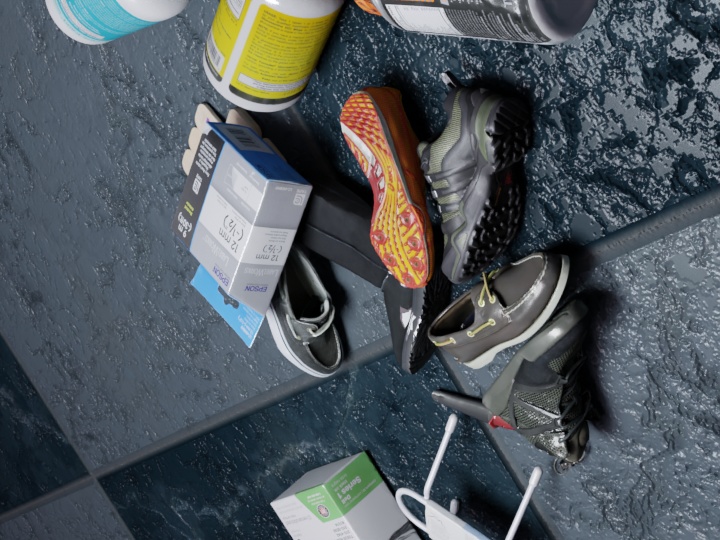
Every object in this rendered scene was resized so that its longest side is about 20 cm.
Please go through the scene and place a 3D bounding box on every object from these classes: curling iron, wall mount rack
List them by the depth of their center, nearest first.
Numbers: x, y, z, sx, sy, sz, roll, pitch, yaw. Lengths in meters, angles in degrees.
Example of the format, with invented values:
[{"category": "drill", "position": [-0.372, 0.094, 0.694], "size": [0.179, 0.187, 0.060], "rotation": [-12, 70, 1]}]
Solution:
[{"category": "curling iron", "position": [0.152, 0.166, 1.337], "size": [0.199, 0.025, 0.050], "rotation": [20, 127, 38]}, {"category": "wall mount rack", "position": [0.132, 0.263, 1.388], "size": [0.199, 0.074, 0.175], "rotation": [29, 145, 30]}]

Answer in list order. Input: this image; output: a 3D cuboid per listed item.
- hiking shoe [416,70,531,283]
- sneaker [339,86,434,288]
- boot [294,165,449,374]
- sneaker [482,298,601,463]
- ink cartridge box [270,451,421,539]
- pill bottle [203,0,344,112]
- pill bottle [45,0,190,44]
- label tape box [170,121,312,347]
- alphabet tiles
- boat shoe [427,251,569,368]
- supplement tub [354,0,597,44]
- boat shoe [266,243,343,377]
[{"category": "hiking shoe", "position": [0.099, -0.086, 1.185], "size": [0.100, 0.075, 0.202], "rotation": [36, 130, 36]}, {"category": "sneaker", "position": [0.043, -0.083, 1.225], "size": [0.072, 0.077, 0.203], "rotation": [-5, 101, 42]}, {"category": "boot", "position": [0.000, -0.001, 1.345], "size": [0.199, 0.065, 0.167], "rotation": [28, 127, 27]}, {"category": "sneaker", "position": [0.198, 0.110, 1.211], "size": [0.114, 0.076, 0.200], "rotation": [42, 144, 14]}, {"category": "ink cartridge box", "position": [-0.003, 0.345, 1.588], "size": [0.201, 0.084, 0.146], "rotation": [57, 143, -2]}, {"category": "pill bottle", "position": [-0.077, -0.257, 1.204], "size": [0.113, 0.112, 0.201], "rotation": [46, 141, 12]}, {"category": "pill bottle", "position": [-0.250, -0.316, 1.348], "size": [0.199, 0.110, 0.112], "rotation": [-4, 114, 49]}, {"category": "label tape box", "position": [-0.142, -0.039, 1.358], "size": [0.143, 0.066, 0.202], "rotation": [43, 117, 43]}, {"category": "alphabet tiles", "position": [-0.140, -0.093, 1.465], "size": [0.196, 0.015, 0.201], "rotation": [50, 142, 19]}, {"category": "boat shoe", "position": [0.131, 0.035, 1.216], "size": [0.060, 0.072, 0.201], "rotation": [24, 145, -13]}, {"category": "supplement tub", "position": [0.088, -0.253, 1.022], "size": [0.198, 0.122, 0.124], "rotation": [15, 128, 40]}, {"category": "boat shoe", "position": [-0.065, 0.049, 1.422], "size": [0.070, 0.072, 0.201], "rotation": [11, 141, 47]}]
